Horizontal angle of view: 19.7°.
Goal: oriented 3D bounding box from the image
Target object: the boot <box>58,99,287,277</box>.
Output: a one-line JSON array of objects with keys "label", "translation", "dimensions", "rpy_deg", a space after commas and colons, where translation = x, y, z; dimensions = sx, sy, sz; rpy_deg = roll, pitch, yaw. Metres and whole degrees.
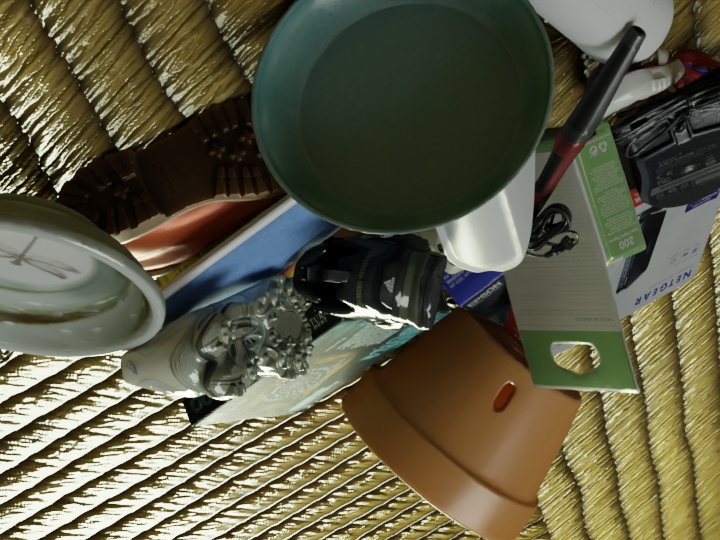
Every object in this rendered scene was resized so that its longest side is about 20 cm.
[{"label": "boot", "translation": [-0.109, -0.053, 1.450], "dimensions": [0.199, 0.075, 0.107], "rpy_deg": [-18, 154, -7]}]

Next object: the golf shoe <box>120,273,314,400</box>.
[{"label": "golf shoe", "translation": [-0.100, 0.048, 1.486], "dimensions": [0.097, 0.079, 0.200], "rpy_deg": [-7, -179, 22]}]

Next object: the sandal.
[{"label": "sandal", "translation": [0.202, -0.152, 1.582], "dimensions": [0.082, 0.050, 0.203], "rpy_deg": [-24, -177, 11]}]

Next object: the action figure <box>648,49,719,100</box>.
[{"label": "action figure", "translation": [0.328, -0.150, 1.704], "dimensions": [0.199, 0.099, 0.066], "rpy_deg": [-13, 129, -28]}]

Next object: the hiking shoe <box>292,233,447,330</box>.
[{"label": "hiking shoe", "translation": [0.000, 0.000, 1.524], "dimensions": [0.100, 0.076, 0.200], "rpy_deg": [14, 177, -9]}]

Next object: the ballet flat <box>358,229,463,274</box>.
[{"label": "ballet flat", "translation": [0.045, -0.022, 1.656], "dimensions": [0.199, 0.074, 0.074], "rpy_deg": [-20, 151, -21]}]

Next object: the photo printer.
[{"label": "photo printer", "translation": [0.082, -0.101, 1.462], "dimensions": [0.069, 0.167, 0.200], "rpy_deg": [-2, 155, 11]}]

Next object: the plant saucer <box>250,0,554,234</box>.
[{"label": "plant saucer", "translation": [0.029, -0.112, 1.344], "dimensions": [0.199, 0.201, 0.036], "rpy_deg": [-32, 157, 1]}]

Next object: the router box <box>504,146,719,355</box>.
[{"label": "router box", "translation": [0.227, -0.033, 1.789], "dimensions": [0.199, 0.049, 0.180], "rpy_deg": [-26, 145, -31]}]

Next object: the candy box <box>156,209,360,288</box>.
[{"label": "candy box", "translation": [-0.051, -0.048, 1.526], "dimensions": [0.200, 0.057, 0.117], "rpy_deg": [-37, 153, 14]}]

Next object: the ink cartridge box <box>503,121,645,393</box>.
[{"label": "ink cartridge box", "translation": [0.161, -0.009, 1.602], "dimensions": [0.048, 0.201, 0.145], "rpy_deg": [-23, -170, -28]}]

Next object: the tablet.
[{"label": "tablet", "translation": [-0.065, -0.018, 1.461], "dimensions": [0.200, 0.014, 0.130], "rpy_deg": [-35, 166, 11]}]

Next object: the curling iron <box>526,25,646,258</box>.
[{"label": "curling iron", "translation": [0.162, -0.091, 1.493], "dimensions": [0.026, 0.049, 0.201], "rpy_deg": [-34, 152, -53]}]

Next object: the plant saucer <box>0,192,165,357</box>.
[{"label": "plant saucer", "translation": [-0.224, -0.005, 1.368], "dimensions": [0.199, 0.051, 0.200], "rpy_deg": [7, 155, 3]}]

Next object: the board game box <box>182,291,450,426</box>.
[{"label": "board game box", "translation": [-0.037, 0.071, 1.719], "dimensions": [0.135, 0.028, 0.200], "rpy_deg": [-3, 154, -48]}]

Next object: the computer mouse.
[{"label": "computer mouse", "translation": [0.255, -0.110, 1.629], "dimensions": [0.138, 0.053, 0.200], "rpy_deg": [-21, 159, 0]}]

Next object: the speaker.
[{"label": "speaker", "translation": [0.154, -0.203, 1.432], "dimensions": [0.081, 0.081, 0.200], "rpy_deg": [-39, 158, 14]}]

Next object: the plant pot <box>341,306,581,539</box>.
[{"label": "plant pot", "translation": [0.102, 0.125, 1.843], "dimensions": [0.140, 0.200, 0.200], "rpy_deg": [-51, 150, 9]}]

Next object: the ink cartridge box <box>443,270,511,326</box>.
[{"label": "ink cartridge box", "translation": [0.139, 0.001, 1.826], "dimensions": [0.099, 0.039, 0.200], "rpy_deg": [-40, 151, 17]}]
